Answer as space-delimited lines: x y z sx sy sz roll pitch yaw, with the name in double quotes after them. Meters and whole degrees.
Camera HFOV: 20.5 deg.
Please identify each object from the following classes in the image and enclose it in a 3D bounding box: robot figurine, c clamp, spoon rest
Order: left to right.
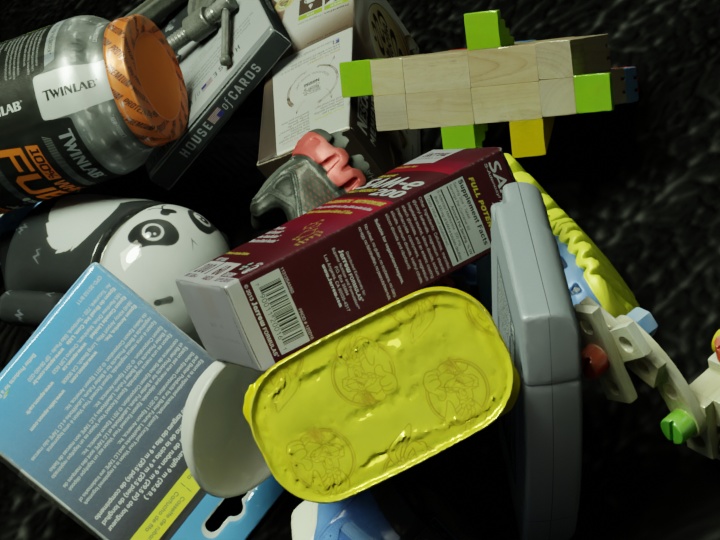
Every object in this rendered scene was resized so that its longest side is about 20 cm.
-0.186 0.003 1.495 0.200 0.125 0.150 8 63 41 "robot figurine"
-0.169 -0.177 1.571 0.200 0.027 0.171 -29 35 30 "c clamp"
-0.047 0.079 1.318 0.061 0.100 0.200 12 30 33 "spoon rest"

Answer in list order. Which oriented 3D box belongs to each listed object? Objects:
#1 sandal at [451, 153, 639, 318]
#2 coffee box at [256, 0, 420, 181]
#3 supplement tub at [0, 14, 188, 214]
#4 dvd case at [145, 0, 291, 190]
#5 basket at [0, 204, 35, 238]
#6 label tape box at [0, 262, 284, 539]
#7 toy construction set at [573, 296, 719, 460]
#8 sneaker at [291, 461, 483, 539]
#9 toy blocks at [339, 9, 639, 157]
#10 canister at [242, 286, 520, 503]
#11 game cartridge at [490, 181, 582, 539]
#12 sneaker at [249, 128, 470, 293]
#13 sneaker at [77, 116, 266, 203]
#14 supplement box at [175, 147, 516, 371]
0.116 0.001 1.321 0.087 0.080 0.200 -40 31 1 "sandal"
-0.013 -0.125 1.501 0.080 0.113 0.200 -20 42 21 "coffee box"
-0.237 -0.115 1.479 0.200 0.123 0.123 -17 44 21 "supplement tub"
-0.126 -0.164 1.557 0.150 0.025 0.200 -49 29 14 "dvd case"
-0.315 -0.076 1.647 0.200 0.139 0.176 -6 36 45 "basket"
-0.152 0.113 1.364 0.143 0.200 0.066 -51 4 -14 "label tape box"
0.220 0.033 1.152 0.200 0.131 0.092 -26 37 -14 "toy construction set"
0.022 0.191 1.199 0.111 0.077 0.200 -34 32 19 "sneaker"
0.106 -0.134 1.411 0.200 0.100 0.137 -3 7 28 "toy blocks"
0.012 0.071 1.184 0.148 0.087 0.200 -27 -2 -1 "canister"
0.103 0.065 1.176 0.041 0.200 0.133 -9 44 -5 "game cartridge"
0.000 0.000 1.350 0.098 0.071 0.200 -37 75 -16 "sneaker"
-0.140 -0.104 1.607 0.200 0.070 0.082 -11 50 26 "sneaker"
-0.004 -0.010 1.246 0.200 0.061 0.109 -27 12 -19 "supplement box"
